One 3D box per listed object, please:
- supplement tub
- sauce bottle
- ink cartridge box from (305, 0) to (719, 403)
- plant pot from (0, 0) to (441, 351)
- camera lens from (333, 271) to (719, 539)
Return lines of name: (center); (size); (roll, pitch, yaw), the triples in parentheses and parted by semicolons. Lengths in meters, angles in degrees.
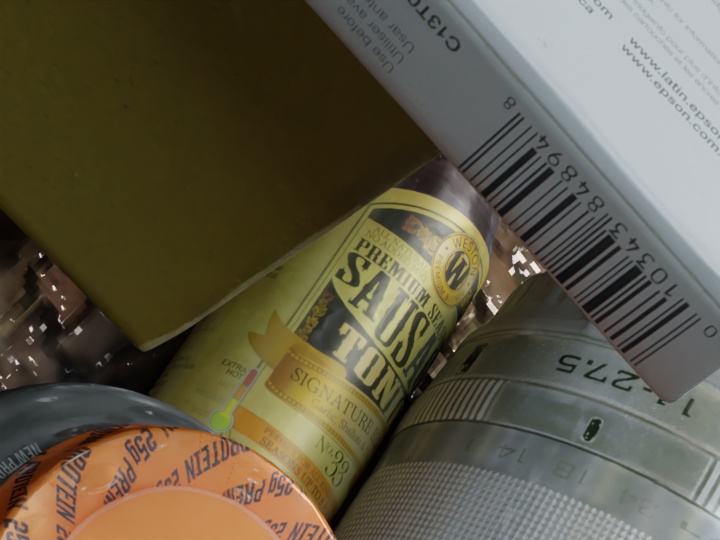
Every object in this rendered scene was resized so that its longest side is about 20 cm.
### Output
supplement tub: (-0.091, 0.091, 0.693); (0.122, 0.200, 0.123); (4, 82, -31)
sauce bottle: (0.000, 0.000, 0.841); (0.066, 0.066, 0.200); (41, 66, -21)
ink cartridge box: (0.061, -0.100, 0.646); (0.196, 0.043, 0.200); (48, 48, 1)
plant pot: (-0.045, -0.138, 0.742); (0.200, 0.195, 0.194); (40, 50, -16)
camera lens: (0.057, 0.120, 0.805); (0.160, 0.160, 0.200); (42, 64, -21)
